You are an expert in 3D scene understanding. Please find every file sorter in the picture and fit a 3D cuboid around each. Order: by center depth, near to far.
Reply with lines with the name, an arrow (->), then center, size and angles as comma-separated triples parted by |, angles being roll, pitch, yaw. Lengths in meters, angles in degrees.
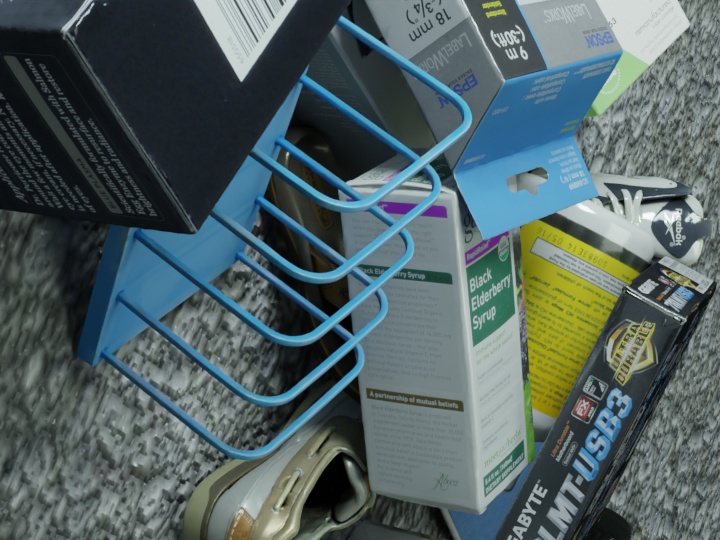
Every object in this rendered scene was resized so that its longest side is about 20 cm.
file sorter -> -0.045, -0.019, 0.855 | 0.139, 0.122, 0.201 | -38, 159, -45

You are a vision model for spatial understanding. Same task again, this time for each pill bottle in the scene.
pill bottle -> 0.111, 0.044, 1.110 | 0.112, 0.112, 0.201 | 24, 93, -55

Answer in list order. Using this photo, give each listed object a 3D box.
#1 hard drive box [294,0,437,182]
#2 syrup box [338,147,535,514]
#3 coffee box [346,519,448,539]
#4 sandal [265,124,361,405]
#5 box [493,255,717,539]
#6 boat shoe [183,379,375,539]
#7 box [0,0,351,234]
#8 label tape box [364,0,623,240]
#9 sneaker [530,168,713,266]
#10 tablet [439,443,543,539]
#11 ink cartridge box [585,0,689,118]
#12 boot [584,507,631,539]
hard drive box -> 0.007, -0.171, 1.012 | 0.200, 0.076, 0.157 | 53, 55, -47
syrup box -> 0.048, 0.034, 0.964 | 0.079, 0.081, 0.201 | -33, 124, -53
coffee box -> 0.055, 0.282, 1.153 | 0.080, 0.114, 0.201 | -52, 138, -36
sandal -> 0.000, 0.000, 1.016 | 0.082, 0.054, 0.201 | -28, 101, -55
box -> 0.160, 0.095, 1.050 | 0.201, 0.049, 0.198 | -66, 165, 13
boat shoe -> -0.023, 0.130, 1.023 | 0.200, 0.068, 0.075 | -37, 135, -44
box -> -0.121, -0.133, 0.719 | 0.197, 0.199, 0.118 | -59, 139, -29
label tape box -> 0.082, -0.132, 0.926 | 0.144, 0.063, 0.201 | -21, 82, -52
sneaker -> 0.210, -0.038, 1.288 | 0.199, 0.129, 0.080 | -1, 96, -58
tablet -> 0.109, 0.147, 1.242 | 0.130, 0.014, 0.201 | -42, 139, -16
ink cartridge box -> 0.132, -0.219, 1.126 | 0.117, 0.067, 0.201 | -44, 113, -24
boot -> 0.146, 0.304, 1.324 | 0.210, 0.079, 0.159 | -27, 137, -32
